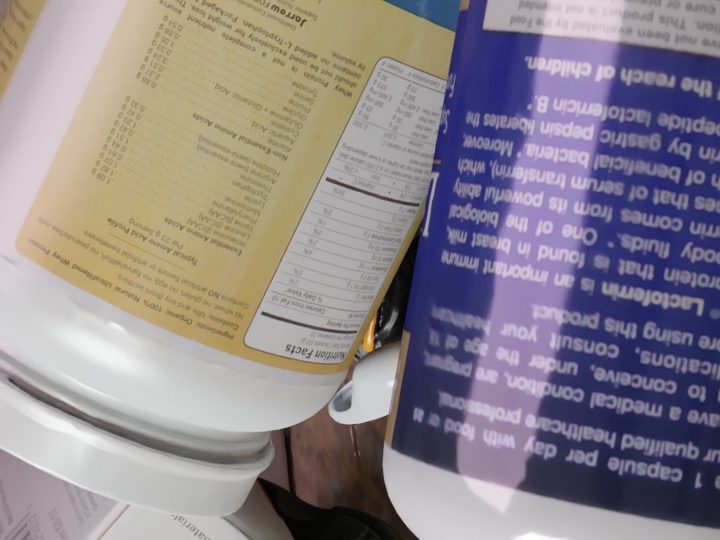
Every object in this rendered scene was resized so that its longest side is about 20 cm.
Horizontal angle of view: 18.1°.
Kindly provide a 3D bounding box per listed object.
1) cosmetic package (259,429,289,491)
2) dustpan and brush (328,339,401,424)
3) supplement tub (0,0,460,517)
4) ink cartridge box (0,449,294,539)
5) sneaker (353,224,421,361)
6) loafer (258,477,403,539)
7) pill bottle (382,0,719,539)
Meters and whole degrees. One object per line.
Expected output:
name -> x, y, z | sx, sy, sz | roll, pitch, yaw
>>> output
cosmetic package -> -0.149, 0.108, 0.973 | 0.151, 0.199, 0.052 | 125, 144, -49
dustpan and brush -> 0.051, 0.002, 0.677 | 0.199, 0.057, 0.140 | -24, 48, 34
supplement tub -> -0.048, -0.040, 0.702 | 0.201, 0.144, 0.145 | -63, 26, 10
ink cartridge box -> -0.122, 0.139, 0.808 | 0.200, 0.083, 0.147 | -48, 23, 2
sneaker -> 0.000, 0.000, 0.810 | 0.200, 0.077, 0.079 | 31, 110, 64
loafer -> -0.008, 0.127, 0.836 | 0.072, 0.063, 0.200 | -52, 27, -6
pill bottle -> 0.068, 0.013, 0.519 | 0.116, 0.115, 0.201 | -166, 86, -67
